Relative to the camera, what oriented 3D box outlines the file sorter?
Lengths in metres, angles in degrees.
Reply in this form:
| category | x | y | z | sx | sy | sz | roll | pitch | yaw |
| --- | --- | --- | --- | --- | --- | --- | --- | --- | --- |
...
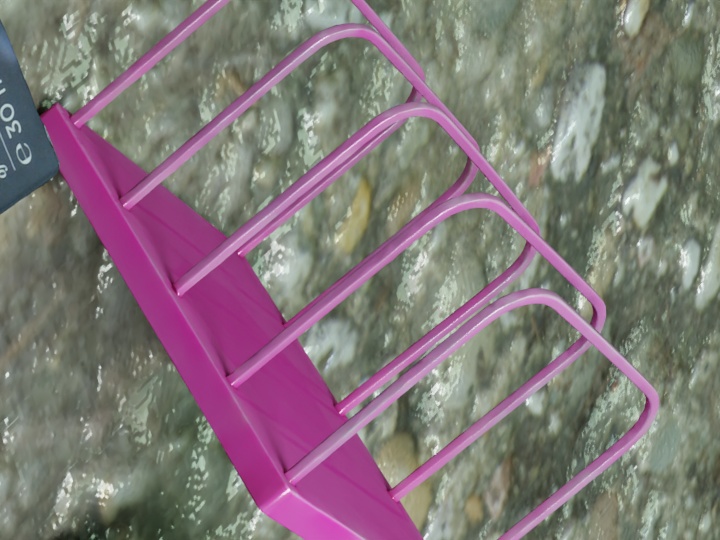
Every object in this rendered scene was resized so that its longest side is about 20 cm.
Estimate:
| category | x | y | z | sx | sy | sz | roll | pitch | yaw |
| --- | --- | --- | --- | --- | --- | --- | --- | --- | --- |
| file sorter | 0.000 | 0.000 | 0.986 | 0.125 | 0.200 | 0.139 | -39 | 144 | 7 |

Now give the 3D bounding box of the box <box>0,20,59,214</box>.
| category | x | y | z | sx | sy | sz | roll | pitch | yaw |
| --- | --- | --- | --- | --- | --- | --- | --- | --- | --- |
| box | -0.204 | -0.048 | 0.749 | 0.200 | 0.107 | 0.149 | -41 | 117 | -45 |
